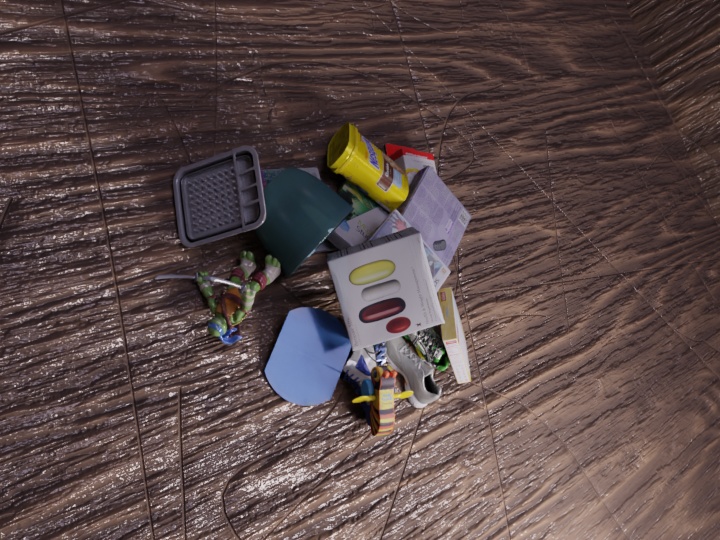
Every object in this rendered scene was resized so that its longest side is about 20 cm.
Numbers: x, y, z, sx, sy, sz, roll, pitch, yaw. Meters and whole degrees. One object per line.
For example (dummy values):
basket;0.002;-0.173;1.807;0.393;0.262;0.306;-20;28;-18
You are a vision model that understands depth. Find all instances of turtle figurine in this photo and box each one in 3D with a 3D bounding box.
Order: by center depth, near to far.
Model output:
turtle figurine;-0.253;0.019;1.496;0.201;0.143;0.195;52;44;-15

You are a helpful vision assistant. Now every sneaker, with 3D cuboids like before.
sneaker;-0.004;0.238;1.667;0.113;0.080;0.204;0;79;-24
sneaker;0.124;0.216;1.763;0.075;0.091;0.202;-34;95;-42
sneaker;0.159;0.159;1.765;0.078;0.085;0.201;-44;135;-6

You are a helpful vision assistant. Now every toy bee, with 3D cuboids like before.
toy bee;0.039;0.242;1.581;0.129;0.108;0.203;-25;91;-21

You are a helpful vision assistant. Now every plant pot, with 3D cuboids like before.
plant pot;-0.137;-0.114;1.589;0.161;0.200;0.201;45;49;-3

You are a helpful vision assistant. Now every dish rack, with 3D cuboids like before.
dish rack;-0.277;-0.143;1.529;0.043;0.196;0.175;28;49;-69

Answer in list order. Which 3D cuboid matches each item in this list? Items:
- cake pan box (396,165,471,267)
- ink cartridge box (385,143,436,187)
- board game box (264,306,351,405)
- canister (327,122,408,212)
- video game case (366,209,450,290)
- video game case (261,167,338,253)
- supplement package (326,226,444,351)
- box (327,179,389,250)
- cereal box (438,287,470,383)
cake pan box;0.180;-0.132;1.894;0.184;0.052;0.202;46;53;-24
ink cartridge box;0.138;-0.243;1.979;0.115;0.067;0.204;3;71;-39
board game box;-0.112;0.182;1.608;0.156;0.039;0.203;26;76;-16
canister;0.021;-0.248;1.849;0.199;0.086;0.150;35;29;-24
video game case;0.099;-0.014;1.721;0.200;0.023;0.183;47;49;-8
video game case;-0.145;-0.134;1.728;0.180;0.024;0.204;-9;79;-41
supplement package;0.048;0.035;1.580;0.196;0.147;0.195;-17;97;-1
box;-0.011;-0.111;1.786;0.144;0.036;0.201;40;37;-15
cereal box;0.223;0.156;1.816;0.201;0.039;0.146;66;18;-49
